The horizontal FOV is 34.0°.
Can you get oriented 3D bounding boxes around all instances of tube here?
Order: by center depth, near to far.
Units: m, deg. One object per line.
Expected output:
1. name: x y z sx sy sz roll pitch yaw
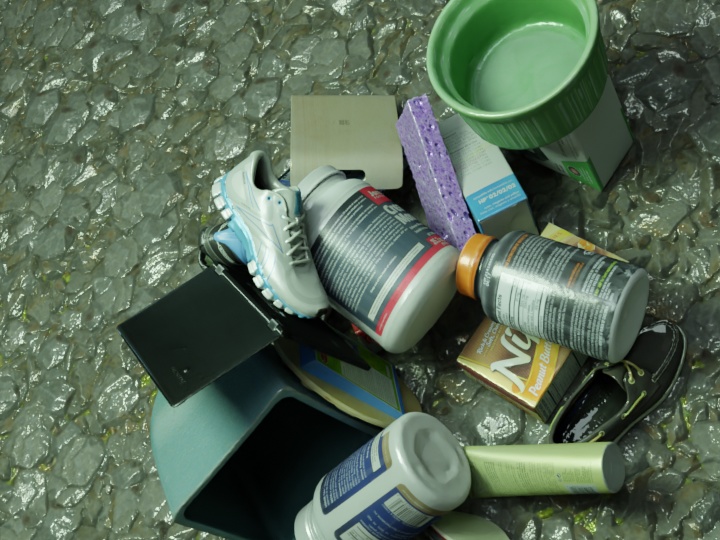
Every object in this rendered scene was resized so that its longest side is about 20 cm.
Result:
1. tube: 0.181 0.210 1.246 0.198 0.052 0.059 -11 77 40

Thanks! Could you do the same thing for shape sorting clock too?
1. shape sorting clock: -0.016 0.120 1.351 0.039 0.199 0.200 -53 52 14

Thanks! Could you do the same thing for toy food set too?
1. toy food set: -0.021 -0.166 1.535 0.141 0.061 0.201 0 37 -3

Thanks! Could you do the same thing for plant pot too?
1. plant pot: -0.131 0.175 1.372 0.196 0.196 0.200 -49 46 8

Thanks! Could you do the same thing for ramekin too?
1. ramekin: 0.182 -0.235 1.320 0.197 0.098 0.203 -12 61 23

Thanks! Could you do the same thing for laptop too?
1. laptop: -0.128 0.082 1.273 0.117 0.198 0.187 -60 37 7

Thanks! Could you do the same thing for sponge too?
1. sponge: 0.091 -0.101 1.416 0.029 0.112 0.203 -18 86 -9

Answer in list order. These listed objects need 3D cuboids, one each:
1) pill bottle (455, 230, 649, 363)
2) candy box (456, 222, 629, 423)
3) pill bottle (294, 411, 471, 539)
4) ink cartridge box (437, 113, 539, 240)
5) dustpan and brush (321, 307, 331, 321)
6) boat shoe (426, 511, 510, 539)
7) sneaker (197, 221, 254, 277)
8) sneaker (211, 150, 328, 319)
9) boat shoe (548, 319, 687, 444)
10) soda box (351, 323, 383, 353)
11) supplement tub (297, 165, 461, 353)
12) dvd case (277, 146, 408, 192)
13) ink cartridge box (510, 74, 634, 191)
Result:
1. pill bottle: 0.203 0.020 1.277 0.198 0.106 0.107 20 73 29
2. candy box: 0.214 0.058 1.351 0.115 0.055 0.201 29 79 34
3. pill bottle: 0.018 0.249 1.284 0.200 0.110 0.112 -42 48 33
4. ink cartridge box: 0.146 -0.116 1.440 0.067 0.116 0.202 -26 55 3
5. dustpan and brush: -0.065 0.055 1.481 0.200 0.057 0.140 44 129 7
6. boat shoe: 0.142 0.317 1.244 0.199 0.070 0.064 24 115 43
7. sneaker: -0.150 -0.017 1.409 0.081 0.200 0.072 2 75 5
8. sneaker: -0.086 -0.043 1.277 0.087 0.075 0.201 -42 73 32
9. boat shoe: 0.280 0.130 1.275 0.071 0.061 0.202 37 84 35
10. soda box: 0.000 0.000 1.488 0.069 0.063 0.202 -31 55 8
11. supplement tub: 0.007 -0.015 1.352 0.199 0.140 0.141 37 83 16
12. dvd case: -0.023 -0.127 1.535 0.141 0.018 0.200 13 41 31
13. ink cartridge box: 0.217 -0.197 1.434 0.199 0.146 0.085 29 80 36
